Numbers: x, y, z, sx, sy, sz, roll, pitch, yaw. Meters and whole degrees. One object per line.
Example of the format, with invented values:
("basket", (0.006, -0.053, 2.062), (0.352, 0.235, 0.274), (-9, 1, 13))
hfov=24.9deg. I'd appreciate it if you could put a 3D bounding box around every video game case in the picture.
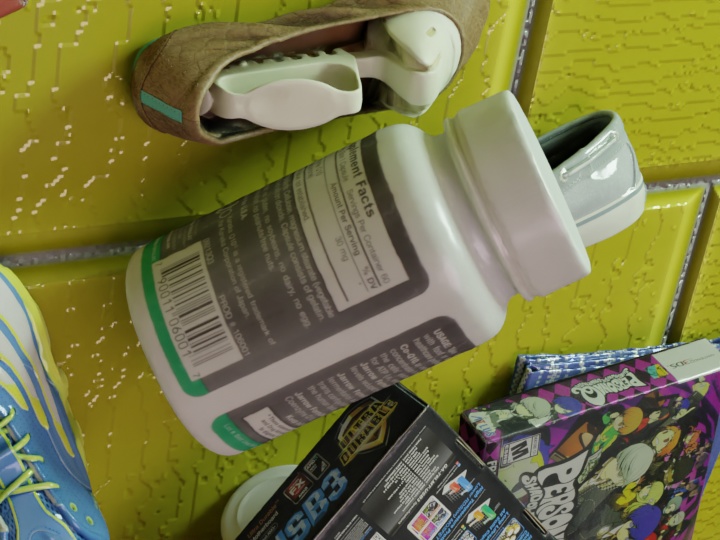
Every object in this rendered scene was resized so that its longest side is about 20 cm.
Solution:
("video game case", (0.139, 0.150, 1.035), (0.181, 0.036, 0.201), (-14, 128, -24))

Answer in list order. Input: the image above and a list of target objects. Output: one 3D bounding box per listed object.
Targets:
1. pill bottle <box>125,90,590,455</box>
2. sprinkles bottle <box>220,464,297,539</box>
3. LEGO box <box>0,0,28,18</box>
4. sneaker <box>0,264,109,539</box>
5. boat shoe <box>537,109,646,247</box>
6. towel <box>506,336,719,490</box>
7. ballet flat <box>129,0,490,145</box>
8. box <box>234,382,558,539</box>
("pill bottle", (0.000, 0.000, 0.774), (0.199, 0.113, 0.113), (-24, 133, 10))
("sprinkles bottle", (-0.019, 0.202, 0.963), (0.068, 0.068, 0.200), (-32, 131, -12))
("LEGO box", (-0.228, -0.159, 0.582), (0.149, 0.077, 0.200), (-28, 131, -15))
("sneaker", (-0.159, 0.082, 0.767), (0.076, 0.105, 0.200), (-29, 131, -15))
("boat shoe", (0.062, -0.032, 0.875), (0.200, 0.070, 0.072), (-24, 113, -19))
("towel", (0.164, 0.108, 1.061), (0.199, 0.024, 0.145), (-3, 123, -31))
("ballet flat", (-0.009, -0.096, 0.773), (0.199, 0.072, 0.068), (-13, 124, -27))
("box", (0.006, 0.184, 0.890), (0.200, 0.050, 0.199), (-50, 137, -7))
